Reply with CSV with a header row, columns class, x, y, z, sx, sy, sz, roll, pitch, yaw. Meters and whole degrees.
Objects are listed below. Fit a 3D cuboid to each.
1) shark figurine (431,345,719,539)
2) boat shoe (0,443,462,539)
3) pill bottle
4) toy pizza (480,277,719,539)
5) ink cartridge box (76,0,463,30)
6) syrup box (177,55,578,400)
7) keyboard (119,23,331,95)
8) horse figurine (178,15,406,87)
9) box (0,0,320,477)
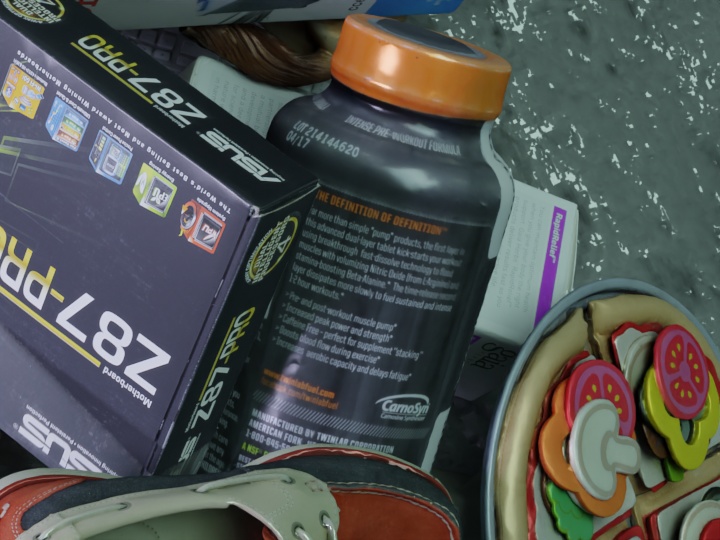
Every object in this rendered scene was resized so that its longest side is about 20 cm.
class,x,y,z,sx,sy,sz,roll,pitch,yaw
shark figurine,0.084,0.095,1.130,0.213,0.090,0.128,-6,39,-23
boat shoe,-0.046,0.105,0.961,0.199,0.063,0.072,3,99,-25
pill bottle,0.000,0.000,1.038,0.106,0.106,0.201,12,104,-24
toy pizza,0.124,0.103,1.108,0.199,0.032,0.202,6,82,-48
ink cartridge box,-0.034,-0.164,1.023,0.199,0.146,0.086,-7,73,-23
syrup box,-0.007,-0.015,1.147,0.199,0.079,0.082,22,65,-20
keyboard,-0.046,-0.104,1.157,0.199,0.011,0.057,17,68,-1
horse figurine,-0.008,-0.147,1.138,0.132,0.050,0.200,38,62,-6
box,-0.126,-0.022,1.000,0.200,0.162,0.049,37,35,17
